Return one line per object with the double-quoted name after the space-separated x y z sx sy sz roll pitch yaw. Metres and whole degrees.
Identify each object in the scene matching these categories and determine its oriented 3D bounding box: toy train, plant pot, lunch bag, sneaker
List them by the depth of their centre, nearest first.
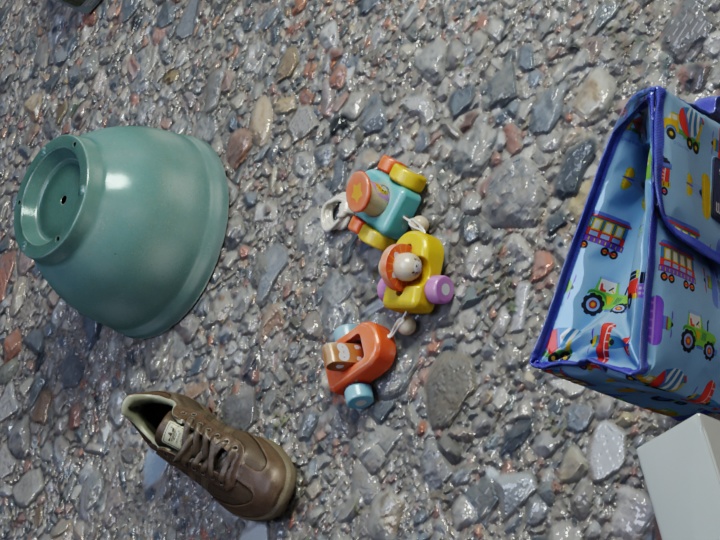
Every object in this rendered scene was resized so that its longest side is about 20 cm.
0.206 -0.015 1.172 0.094 0.150 0.201 1 75 48 "lunch bag"
0.000 0.000 1.471 0.150 0.055 0.201 -32 53 35 "toy train"
-0.135 0.156 1.540 0.200 0.075 0.071 22 91 50 "sneaker"
-0.236 -0.051 1.696 0.200 0.134 0.201 -23 58 41 "plant pot"

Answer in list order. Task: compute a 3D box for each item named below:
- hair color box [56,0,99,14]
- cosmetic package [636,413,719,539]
-0.302 -0.385 1.966 0.099 0.060 0.201 -40 49 30 "hair color box"
0.247 0.176 1.009 0.052 0.199 0.152 -33 51 33 "cosmetic package"
